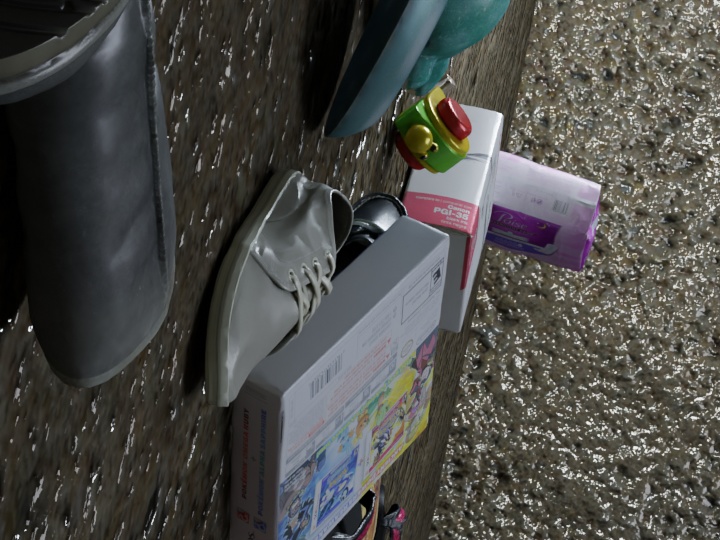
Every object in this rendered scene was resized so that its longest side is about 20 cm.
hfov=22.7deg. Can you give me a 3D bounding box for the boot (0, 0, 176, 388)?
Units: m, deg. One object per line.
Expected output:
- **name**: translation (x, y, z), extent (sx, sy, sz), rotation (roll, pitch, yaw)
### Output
- **boot**: translation (-0.099, -0.041, 0.584), extent (0.182, 0.072, 0.201), rotation (-67, 173, -50)

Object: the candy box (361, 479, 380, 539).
- **candy box**: translation (-0.030, 0.258, 1.536), extent (0.201, 0.055, 0.116), rotation (-72, 169, -46)

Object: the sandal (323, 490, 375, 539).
- **sandal**: translation (-0.017, 0.185, 1.413), extent (0.076, 0.045, 0.200), rotation (63, 10, 1)

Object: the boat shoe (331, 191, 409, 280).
- **boat shoe**: translation (0.000, 0.000, 1.319), extent (0.201, 0.075, 0.061), rotation (-72, 176, -47)

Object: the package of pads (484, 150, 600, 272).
- **package of pads**: translation (0.173, -0.076, 2.049), extent (0.121, 0.198, 0.076), rotation (86, 24, -66)

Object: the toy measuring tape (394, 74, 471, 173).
- **toy measuring tape**: translation (0.076, -0.136, 1.696), extent (0.200, 0.073, 0.074), rotation (-53, 153, -70)

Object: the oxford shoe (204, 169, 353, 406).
- **oxford shoe**: translation (-0.047, 0.006, 1.044), extent (0.200, 0.057, 0.076), rotation (-66, 168, -54)

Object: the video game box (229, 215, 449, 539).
- **video game box**: translation (-0.014, 0.088, 1.210), extent (0.200, 0.047, 0.183), rotation (-42, 146, -42)

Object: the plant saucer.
- **plant saucer**: translation (0.032, -0.175, 1.213), extent (0.201, 0.027, 0.200), rotation (-62, -172, 16)

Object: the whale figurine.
- **whale figurine**: translation (0.069, -0.211, 1.423), extent (0.200, 0.103, 0.160), rotation (84, 18, -66)

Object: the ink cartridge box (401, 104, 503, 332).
- **ink cartridge box**: translation (0.090, -0.059, 1.886), extent (0.147, 0.082, 0.201), rotation (93, 11, -45)

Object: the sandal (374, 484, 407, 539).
- **sandal**: translation (0.032, 0.308, 2.119), extent (0.200, 0.045, 0.076), rotation (85, 17, -64)
